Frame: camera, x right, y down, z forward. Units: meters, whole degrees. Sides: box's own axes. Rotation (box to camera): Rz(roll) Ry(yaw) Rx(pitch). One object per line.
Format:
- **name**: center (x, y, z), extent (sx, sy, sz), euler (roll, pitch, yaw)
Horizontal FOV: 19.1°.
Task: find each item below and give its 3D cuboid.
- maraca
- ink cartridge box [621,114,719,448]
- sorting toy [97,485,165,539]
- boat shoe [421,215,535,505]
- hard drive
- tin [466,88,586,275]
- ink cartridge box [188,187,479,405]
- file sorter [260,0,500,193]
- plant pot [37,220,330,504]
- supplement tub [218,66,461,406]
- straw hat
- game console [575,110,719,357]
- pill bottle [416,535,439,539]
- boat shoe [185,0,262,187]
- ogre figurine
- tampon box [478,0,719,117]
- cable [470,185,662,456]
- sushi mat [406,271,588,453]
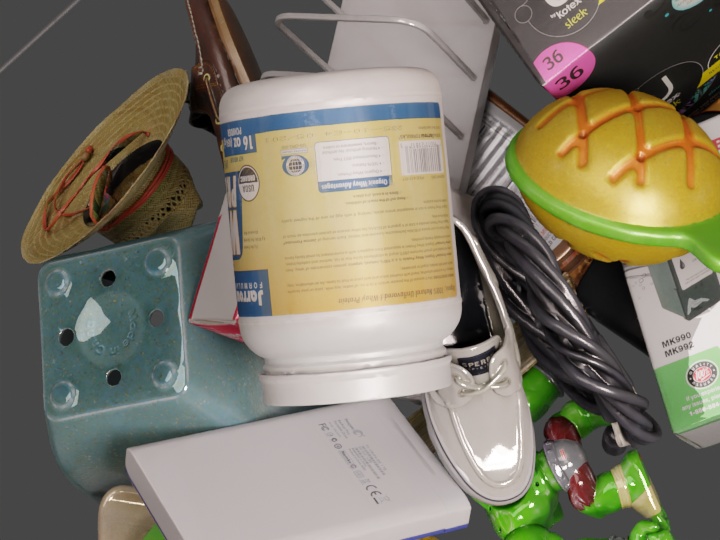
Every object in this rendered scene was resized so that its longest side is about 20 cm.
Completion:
- **maraca**: center (0.189, -0.053, 1.397), extent (0.199, 0.137, 0.108), euler (23, 131, 20)
- **ink cartridge box**: center (0.258, 0.001, 1.464), extent (0.145, 0.084, 0.202), euler (-22, 70, 18)
- **sorting toy**: center (-0.092, 0.242, 1.508), extent (0.183, 0.037, 0.201), euler (10, 45, -17)
- **boat shoe**: center (0.075, 0.058, 1.430), extent (0.071, 0.066, 0.202), euler (-9, 87, -6)
- **hard drive**: center (-0.043, 0.147, 1.449), extent (0.132, 0.198, 0.026), euler (50, 142, 46)
- **tin**: center (0.092, -0.072, 1.608), extent (0.200, 0.042, 0.112), euler (39, 89, 26)
- **ink cartridge box**: center (0.000, 0.000, 1.495), extent (0.084, 0.199, 0.146), euler (-1, 70, 62)
- **file sorter**: center (0.011, -0.162, 1.579), extent (0.138, 0.124, 0.202), euler (5, 73, 29)
- **plant pot**: center (-0.138, 0.063, 1.578), extent (0.194, 0.200, 0.198), euler (-11, 73, 19)
- **supplement tub**: center (-0.011, -0.022, 1.360), extent (0.143, 0.144, 0.202), euler (-5, 91, 21)
- **straw hat**: center (-0.171, -0.057, 1.680), extent (0.201, 0.085, 0.202), euler (-40, 24, 22)
- **game console**: center (0.272, 0.000, 1.517), extent (0.199, 0.031, 0.178), euler (35, 91, 27)
- **pill bottle**: center (0.033, 0.234, 1.482), extent (0.199, 0.104, 0.105), euler (36, 92, 4)
- **boat shoe**: center (-0.104, -0.130, 1.685), extent (0.070, 0.070, 0.201), euler (-26, 68, 10)
- **ogre figurine**: center (0.138, 0.141, 1.500), extent (0.119, 0.098, 0.202), euler (-23, 75, 7)
- **tampon box**: center (0.182, -0.187, 1.509), extent (0.149, 0.200, 0.127), euler (-38, 65, 10)
- **cable**: center (0.127, 0.034, 1.407), extent (0.051, 0.163, 0.201), euler (-31, 85, 3)
- **sushi mat**: center (0.084, 0.083, 1.545), extent (0.200, 0.096, 0.012), euler (-42, 105, 8)
